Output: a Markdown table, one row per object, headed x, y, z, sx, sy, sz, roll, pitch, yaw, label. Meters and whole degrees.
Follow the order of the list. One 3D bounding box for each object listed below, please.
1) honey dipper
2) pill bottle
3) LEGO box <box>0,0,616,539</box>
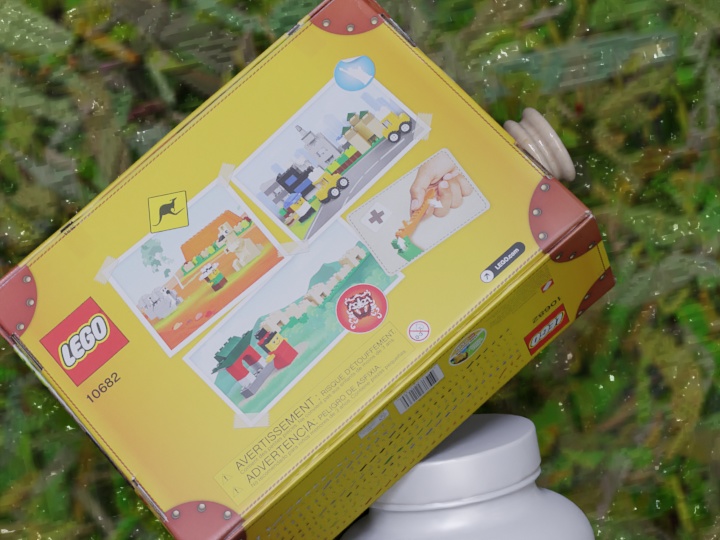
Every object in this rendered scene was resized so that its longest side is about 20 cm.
| x | y | z | sx | sy | sz | roll | pitch | yaw | label |
| --- | --- | --- | --- | --- | --- | --- | --- | --- | --- |
| 0.000 | 0.000 | 0.908 | 0.200 | 0.038 | 0.038 | -34 | 102 | -5 | honey dipper |
| 0.050 | 0.167 | 0.898 | 0.112 | 0.112 | 0.200 | -12 | 99 | -11 | pill bottle |
| -0.024 | 0.009 | 0.846 | 0.200 | 0.077 | 0.149 | -41 | 65 | -5 | LEGO box |
